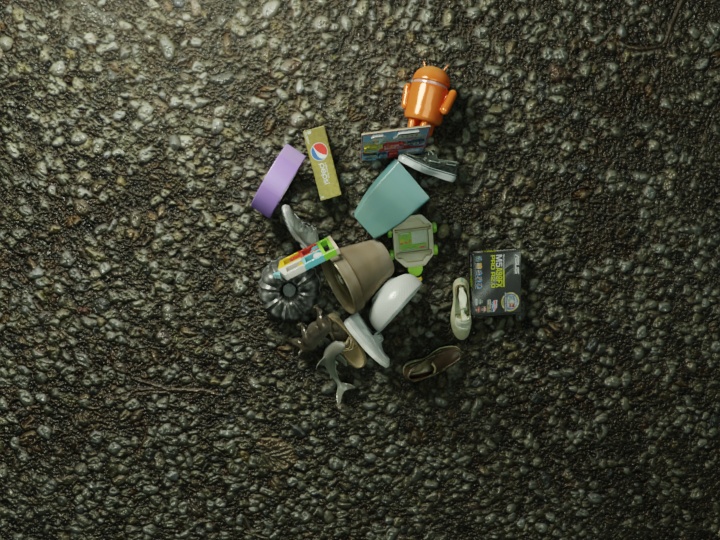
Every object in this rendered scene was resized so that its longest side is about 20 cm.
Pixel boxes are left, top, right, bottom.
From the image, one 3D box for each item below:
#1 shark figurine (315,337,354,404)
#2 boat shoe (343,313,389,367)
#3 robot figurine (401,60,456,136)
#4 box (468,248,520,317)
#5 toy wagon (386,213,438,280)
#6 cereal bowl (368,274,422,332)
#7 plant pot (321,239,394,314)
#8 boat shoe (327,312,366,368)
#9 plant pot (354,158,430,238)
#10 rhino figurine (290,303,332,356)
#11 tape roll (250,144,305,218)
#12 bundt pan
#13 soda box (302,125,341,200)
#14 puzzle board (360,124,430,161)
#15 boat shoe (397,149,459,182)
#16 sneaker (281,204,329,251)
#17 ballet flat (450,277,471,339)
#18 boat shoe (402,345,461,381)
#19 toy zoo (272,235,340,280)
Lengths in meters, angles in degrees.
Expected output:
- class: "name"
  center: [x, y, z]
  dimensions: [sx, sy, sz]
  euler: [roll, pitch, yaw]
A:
- class: "shark figurine"
  center: [-0.097, 0.300, 1.725]
  dimensions: [0.089, 0.127, 0.219]
  euler: [-32, 131, -36]
- class: "boat shoe"
  center: [0.034, 0.214, 1.741]
  dimensions: [0.068, 0.072, 0.201]
  euler: [-41, 92, 3]
- class: "robot figurine"
  center: [0.195, -0.493, 1.603]
  dimensions: [0.114, 0.144, 0.205]
  euler: [9, 99, -23]
- class: "box"
  center: [0.423, 0.038, 1.754]
  dimensions: [0.156, 0.044, 0.206]
  euler: [-3, 100, -4]
- class: "toy wagon"
  center: [0.161, -0.068, 1.713]
  dimensions: [0.151, 0.040, 0.206]
  euler: [-6, 102, -5]
- class: "cereal bowl"
  center: [0.092, 0.085, 1.662]
  dimensions: [0.083, 0.200, 0.201]
  euler: [41, 94, 9]
- class: "plant pot"
  center: [0.000, 0.000, 1.650]
  dimensions: [0.171, 0.199, 0.204]
  euler: [-29, 102, -17]
- class: "boat shoe"
  center: [-0.049, 0.227, 1.732]
  dimensions: [0.071, 0.065, 0.202]
  euler: [-36, 101, 2]
- class: "plant pot"
  center: [0.079, -0.202, 1.635]
  dimensions: [0.200, 0.142, 0.142]
  euler: [-43, 101, 9]
- class: "rhino figurine"
  center: [-0.155, 0.193, 1.696]
  dimensions: [0.088, 0.059, 0.200]
  euler: [49, 120, 12]
- class: "tape roll"
  center: [-0.230, -0.250, 1.563]
  dimensions: [0.065, 0.200, 0.203]
  euler: [31, 96, -9]
- class: "bundt pan"
  center: [-0.215, 0.059, 1.683]
  dimensions: [0.196, 0.076, 0.208]
  euler: [-1, 99, -5]
- class: "soda box"
  center: [-0.112, -0.313, 1.633]
  dimensions: [0.066, 0.064, 0.205]
  euler: [-15, 101, -3]
- class: "puzzle board"
  center: [0.097, -0.362, 1.604]
  dimensions: [0.194, 0.151, 0.018]
  euler: [-8, 75, -4]
- class: "boat shoe"
  center: [0.203, -0.323, 1.652]
  dimensions: [0.196, 0.072, 0.072]
  euler: [13, 106, -23]
- class: "sneaker"
  center: [-0.166, -0.118, 1.665]
  dimensions: [0.081, 0.075, 0.202]
  euler: [-35, 113, -5]
- class: "ballet flat"
  center: [0.318, 0.126, 1.749]
  dimensions: [0.068, 0.070, 0.206]
  euler: [-7, 101, -4]
- class: "boat shoe"
  center: [0.233, 0.303, 1.766]
  dimensions: [0.198, 0.075, 0.076]
  euler: [-24, 101, -1]
- class: "toy zoo"
  center: [-0.159, -0.031, 1.582]
  dimensions: [0.196, 0.131, 0.021]
  euler: [-27, 112, -4]
